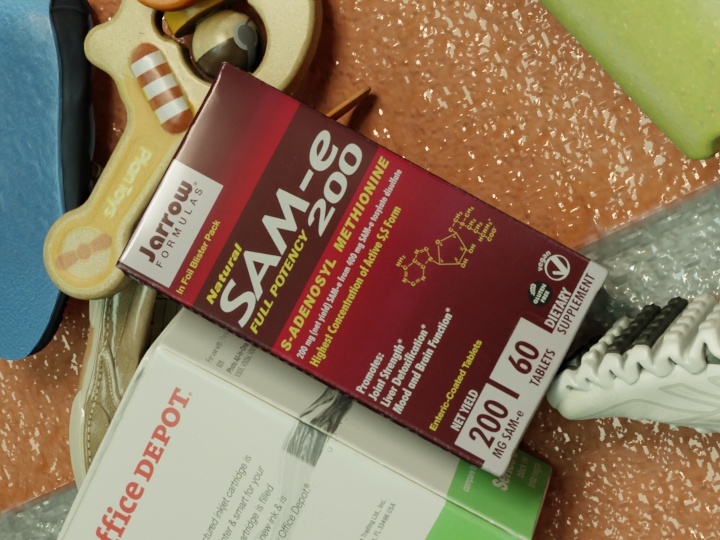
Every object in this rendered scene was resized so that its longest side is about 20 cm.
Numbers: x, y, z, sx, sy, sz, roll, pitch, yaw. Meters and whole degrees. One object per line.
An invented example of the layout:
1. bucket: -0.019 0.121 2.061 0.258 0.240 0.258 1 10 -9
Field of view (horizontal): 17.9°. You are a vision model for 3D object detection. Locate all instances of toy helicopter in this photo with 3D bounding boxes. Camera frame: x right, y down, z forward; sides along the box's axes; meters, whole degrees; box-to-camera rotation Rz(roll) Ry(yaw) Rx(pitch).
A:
1. toy helicopter: -0.085 -0.069 1.113 0.132 0.079 0.201 32 98 6

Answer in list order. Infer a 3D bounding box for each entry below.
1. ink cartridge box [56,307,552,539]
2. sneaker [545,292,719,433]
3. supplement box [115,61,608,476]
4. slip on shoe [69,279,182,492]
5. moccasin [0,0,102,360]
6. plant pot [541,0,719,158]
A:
1. ink cartridge box: -0.029 0.119 1.107 0.199 0.084 0.146 29 117 0
2. sneaker: 0.173 0.049 1.011 0.199 0.075 0.081 -13 104 34
3. supplement box: 0.000 0.000 1.045 0.199 0.061 0.109 28 87 -1
4. slip on shoe: -0.102 0.057 1.179 0.060 0.076 0.201 17 105 51
5. moccasin: -0.161 -0.050 1.197 0.080 0.068 0.201 21 114 18
6. plant pot: 0.134 -0.155 0.914 0.200 0.200 0.185 -34 94 34
